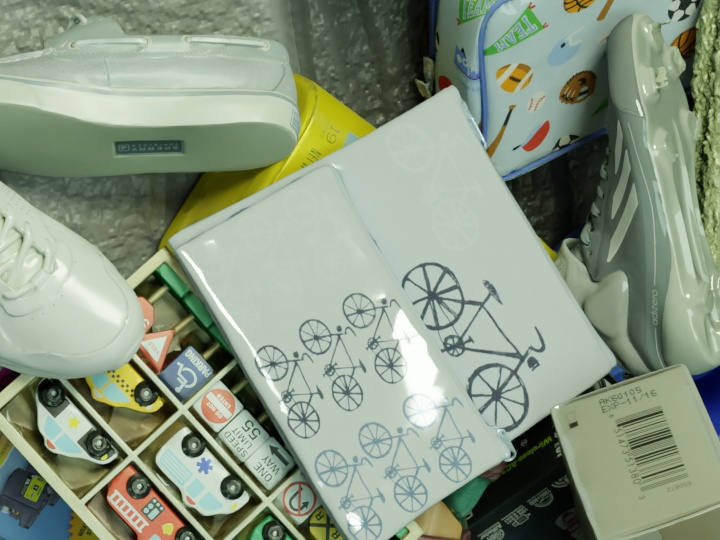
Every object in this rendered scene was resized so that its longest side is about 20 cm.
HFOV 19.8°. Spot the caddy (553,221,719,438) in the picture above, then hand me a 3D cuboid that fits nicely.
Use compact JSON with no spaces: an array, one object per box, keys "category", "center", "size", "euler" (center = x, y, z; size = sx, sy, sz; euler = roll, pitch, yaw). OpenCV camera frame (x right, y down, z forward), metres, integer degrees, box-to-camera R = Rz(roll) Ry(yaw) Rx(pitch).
[{"category":"caddy","center":[0.207,0.033,1.273],"size":[0.199,0.105,0.142],"euler":[-11,110,-24]}]

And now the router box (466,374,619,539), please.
[{"category":"router box","center":[0.112,0.161,1.240],"size":[0.200,0.062,0.150],"euler":[-38,127,21]}]

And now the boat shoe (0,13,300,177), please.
[{"category":"boat shoe","center":[-0.131,-0.094,1.074],"size":[0.199,0.070,0.072],"euler":[1,62,-7]}]

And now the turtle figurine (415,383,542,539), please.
[{"category":"turtle figurine","center":[0.033,0.151,1.132],"size":[0.149,0.101,0.201],"euler":[9,97,-25]}]

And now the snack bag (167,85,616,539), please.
[{"category":"snack bag","center":[0.026,0.021,1.076],"size":[0.199,0.021,0.189],"euler":[-29,87,-28]}]

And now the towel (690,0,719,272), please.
[{"category":"towel","center":[0.242,-0.070,1.203],"size":[0.148,0.036,0.201],"euler":[-7,103,-40]}]

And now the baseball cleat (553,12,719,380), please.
[{"category":"baseball cleat","center":[0.143,-0.036,1.143],"size":[0.070,0.106,0.201],"euler":[-12,91,-57]}]

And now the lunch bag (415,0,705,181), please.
[{"category":"lunch bag","center":[0.125,-0.141,1.177],"size":[0.199,0.076,0.161],"euler":[-24,141,-18]}]

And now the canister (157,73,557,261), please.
[{"category":"canister","center":[0.000,0.000,1.166],"size":[0.200,0.086,0.149],"euler":[34,89,-30]}]

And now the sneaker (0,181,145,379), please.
[{"category":"sneaker","center":[-0.193,-0.017,0.996],"size":[0.199,0.099,0.078],"euler":[33,75,5]}]

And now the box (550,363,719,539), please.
[{"category":"box","center":[0.165,0.152,1.120],"size":[0.077,0.095,0.200],"euler":[-19,141,1]}]

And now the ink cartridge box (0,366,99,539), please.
[{"category":"ink cartridge box","center":[-0.138,0.093,1.130],"size":[0.199,0.076,0.137],"euler":[29,91,-33]}]

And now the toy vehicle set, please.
[{"category":"toy vehicle set","center":[-0.079,0.102,1.053],"size":[0.124,0.027,0.200],"euler":[-43,93,-11]}]
